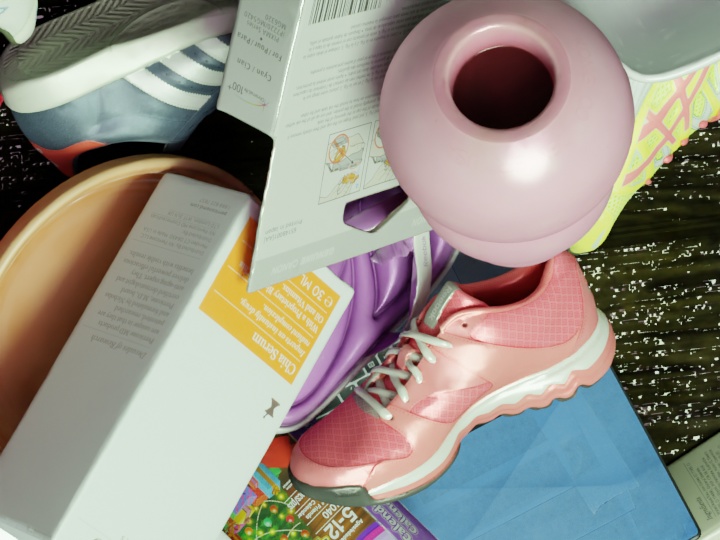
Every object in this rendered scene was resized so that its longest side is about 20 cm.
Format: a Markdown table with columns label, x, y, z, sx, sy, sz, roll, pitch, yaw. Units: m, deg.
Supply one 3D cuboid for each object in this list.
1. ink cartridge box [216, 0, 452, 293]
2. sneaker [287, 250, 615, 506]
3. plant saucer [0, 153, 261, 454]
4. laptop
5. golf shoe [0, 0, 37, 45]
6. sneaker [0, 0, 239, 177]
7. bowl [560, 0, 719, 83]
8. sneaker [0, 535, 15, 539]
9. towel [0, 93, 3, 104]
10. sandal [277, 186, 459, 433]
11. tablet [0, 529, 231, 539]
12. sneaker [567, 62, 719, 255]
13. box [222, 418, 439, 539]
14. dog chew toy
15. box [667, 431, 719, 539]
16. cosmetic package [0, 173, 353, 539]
| label | x | y | z | sx | sy | sz | roll | pitch | yaw |
| --- | --- | --- | --- | --- | --- | --- | --- | --- | --- |
| ink cartridge box | 0.006 | -0.096 | 1.322 | 0.200 | 0.045 | 0.177 | -19 | 130 | -49 |
| sneaker | 0.040 | 0.049 | 1.384 | 0.200 | 0.074 | 0.087 | -30 | 125 | -16 |
| plant saucer | -0.129 | 0.029 | 1.372 | 0.200 | 0.037 | 0.201 | -19 | 123 | -32 |
| laptop | 0.060 | 0.092 | 1.453 | 0.187 | 0.116 | 0.200 | -28 | 125 | 1 |
| golf shoe | -0.256 | -0.124 | 1.295 | 0.200 | 0.078 | 0.097 | -16 | 125 | -4 |
| sneaker | -0.085 | -0.110 | 1.348 | 0.200 | 0.075 | 0.085 | -20 | 128 | 2 |
| bowl | 0.171 | -0.209 | 1.316 | 0.199 | 0.075 | 0.200 | -31 | 82 | 3 |
| sneaker | -0.222 | 0.093 | 1.380 | 0.200 | 0.115 | 0.076 | 30 | 123 | -25 |
| towel | -0.294 | -0.059 | 1.298 | 0.200 | 0.023 | 0.145 | -37 | 142 | 19 |
| sandal | 0.006 | 0.004 | 1.395 | 0.082 | 0.050 | 0.203 | 35 | 80 | -19 |
| tablet | -0.121 | 0.184 | 1.380 | 0.130 | 0.014 | 0.200 | -46 | 112 | -8 |
| sneaker | 0.165 | -0.093 | 1.408 | 0.090 | 0.078 | 0.200 | 16 | 111 | -23 |
| box | -0.062 | 0.180 | 1.458 | 0.137 | 0.039 | 0.200 | 44 | 115 | 2 |
| dog chew toy | 0.075 | -0.060 | 1.300 | 0.124 | 0.125 | 0.200 | -22 | 162 | -2 |
| box | 0.181 | 0.178 | 1.548 | 0.200 | 0.082 | 0.068 | -33 | 120 | 6 |
| cosmetic package | -0.098 | 0.064 | 1.315 | 0.101 | 0.071 | 0.200 | 41 | 72 | -43 |
